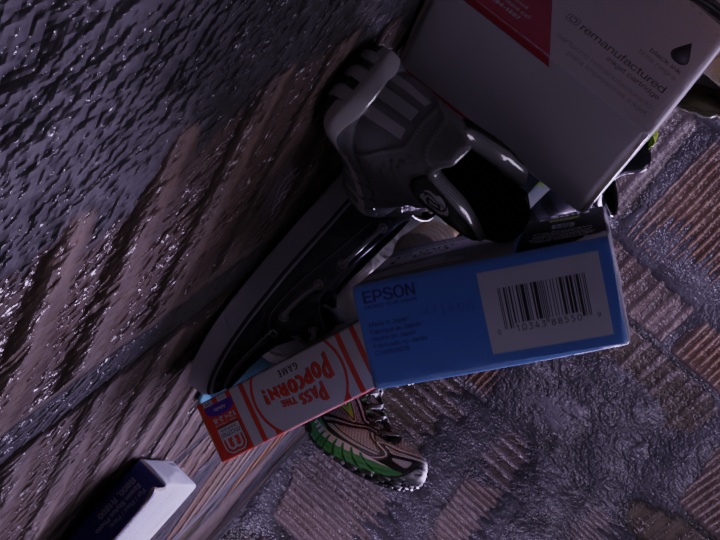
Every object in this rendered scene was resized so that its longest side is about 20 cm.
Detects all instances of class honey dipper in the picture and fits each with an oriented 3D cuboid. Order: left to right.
[{"bbox_3d":[0.074,-0.031,0.803,0.038,0.038,0.200,-52,172,23],"label":"honey dipper"}]

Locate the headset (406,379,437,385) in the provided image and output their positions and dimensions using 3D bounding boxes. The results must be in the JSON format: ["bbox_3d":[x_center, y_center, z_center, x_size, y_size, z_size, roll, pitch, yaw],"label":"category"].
[{"bbox_3d":[0.061,0.036,0.953,0.200,0.094,0.124,-5,118,-63],"label":"headset"}]

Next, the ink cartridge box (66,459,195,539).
[{"bbox_3d":[-0.232,0.246,0.855,0.200,0.041,0.200,-48,173,-9],"label":"ink cartridge box"}]

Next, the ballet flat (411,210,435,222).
[{"bbox_3d":[0.055,-0.088,0.749,0.068,0.068,0.200,-48,173,-15],"label":"ballet flat"}]

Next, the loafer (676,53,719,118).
[{"bbox_3d":[0.206,-0.168,0.766,0.076,0.199,0.068,80,31,-54],"label":"loafer"}]

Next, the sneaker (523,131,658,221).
[{"bbox_3d":[0.153,-0.053,0.771,0.072,0.083,0.200,-64,-174,-34],"label":"sneaker"}]

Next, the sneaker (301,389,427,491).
[{"bbox_3d":[-0.008,0.124,0.897,0.085,0.200,0.078,-53,137,0],"label":"sneaker"}]

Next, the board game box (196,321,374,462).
[{"bbox_3d":[-0.013,0.075,0.761,0.151,0.046,0.200,-28,173,16],"label":"board game box"}]

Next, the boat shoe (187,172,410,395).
[{"bbox_3d":[-0.043,0.022,0.720,0.200,0.068,0.072,-50,174,4],"label":"boat shoe"}]

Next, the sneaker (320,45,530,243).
[{"bbox_3d":[0.049,-0.047,0.595,0.075,0.115,0.200,-52,163,0],"label":"sneaker"}]

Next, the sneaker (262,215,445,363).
[{"bbox_3d":[0.000,0.000,0.815,0.200,0.075,0.089,-37,163,-19],"label":"sneaker"}]

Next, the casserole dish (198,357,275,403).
[{"bbox_3d":[-0.064,0.053,0.901,0.200,0.039,0.121,-49,175,-15],"label":"casserole dish"}]

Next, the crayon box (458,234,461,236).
[{"bbox_3d":[0.120,-0.075,1.001,0.200,0.125,0.052,-39,134,-61],"label":"crayon box"}]

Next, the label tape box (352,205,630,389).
[{"bbox_3d":[0.088,0.006,0.630,0.143,0.066,0.200,-12,-171,14],"label":"label tape box"}]

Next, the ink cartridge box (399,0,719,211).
[{"bbox_3d":[0.143,-0.155,0.614,0.200,0.145,0.084,-45,171,-33],"label":"ink cartridge box"}]
